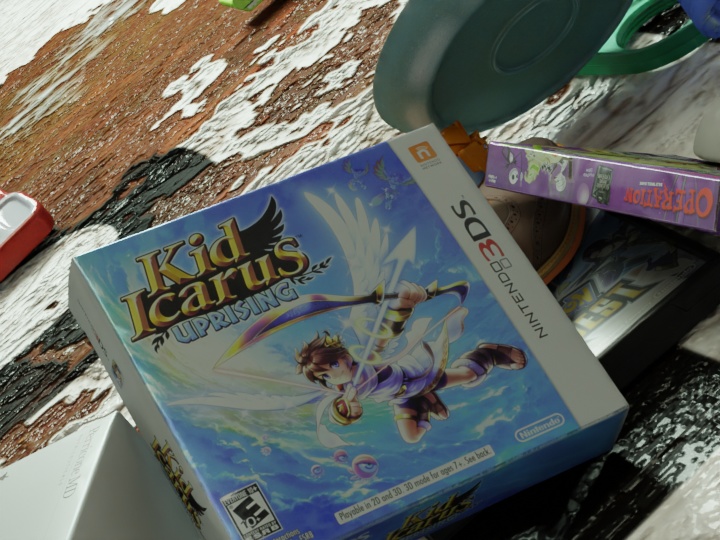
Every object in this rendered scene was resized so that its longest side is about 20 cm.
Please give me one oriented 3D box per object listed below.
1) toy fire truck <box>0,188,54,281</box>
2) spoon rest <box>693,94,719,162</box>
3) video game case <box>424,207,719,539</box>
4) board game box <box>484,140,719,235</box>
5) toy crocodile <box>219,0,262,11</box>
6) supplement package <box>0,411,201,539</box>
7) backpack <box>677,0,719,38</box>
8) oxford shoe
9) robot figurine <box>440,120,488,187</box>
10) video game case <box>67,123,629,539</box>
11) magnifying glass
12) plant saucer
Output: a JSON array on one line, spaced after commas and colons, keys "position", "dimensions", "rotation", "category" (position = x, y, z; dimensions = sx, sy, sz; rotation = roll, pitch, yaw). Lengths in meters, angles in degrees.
[{"position": [-0.363, -0.005, 1.660], "dimensions": [0.200, 0.112, 0.168], "rotation": [-46, 44, -17], "category": "toy fire truck"}, {"position": [0.240, -0.073, 1.006], "dimensions": [0.099, 0.061, 0.200], "rotation": [-22, 9, -21], "category": "spoon rest"}, {"position": [0.075, 0.040, 1.065], "dimensions": [0.200, 0.026, 0.181], "rotation": [-40, 24, -6], "category": "video game case"}, {"position": [0.161, -0.039, 0.998], "dimensions": [0.200, 0.120, 0.032], "rotation": [18, 99, 62], "category": "board game box"}, {"position": [-0.045, -0.298, 1.787], "dimensions": [0.200, 0.062, 0.067], "rotation": [-41, 24, -6], "category": "toy crocodile"}, {"position": [-0.124, 0.194, 0.901], "dimensions": [0.111, 0.156, 0.200], "rotation": [-26, 26, 22], "category": "supplement package"}, {"position": [0.242, -0.207, 1.089], "dimensions": [0.162, 0.168, 0.200], "rotation": [-13, -23, -35], "category": "backpack"}, {"position": [0.061, -0.016, 1.064], "dimensions": [0.071, 0.073, 0.200], "rotation": [-18, 30, 37], "category": "oxford shoe"}, {"position": [0.000, 0.000, 1.155], "dimensions": [0.145, 0.058, 0.200], "rotation": [-37, 6, 47], "category": "robot figurine"}, {"position": [-0.007, 0.039, 0.947], "dimensions": [0.199, 0.046, 0.182], "rotation": [-22, 61, -22], "category": "video game case"}, {"position": [0.145, -0.141, 1.299], "dimensions": [0.200, 0.022, 0.080], "rotation": [-18, 30, 37], "category": "magnifying glass"}, {"position": [0.095, -0.145, 1.188], "dimensions": [0.200, 0.200, 0.027], "rotation": [-38, 66, -1], "category": "plant saucer"}]
